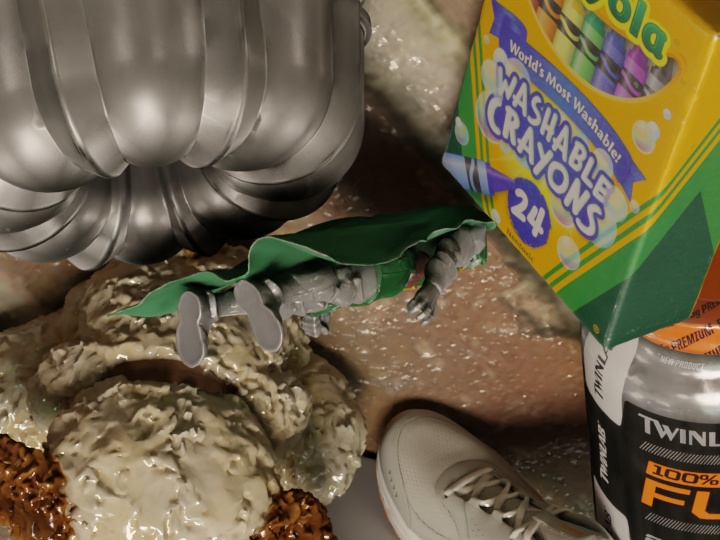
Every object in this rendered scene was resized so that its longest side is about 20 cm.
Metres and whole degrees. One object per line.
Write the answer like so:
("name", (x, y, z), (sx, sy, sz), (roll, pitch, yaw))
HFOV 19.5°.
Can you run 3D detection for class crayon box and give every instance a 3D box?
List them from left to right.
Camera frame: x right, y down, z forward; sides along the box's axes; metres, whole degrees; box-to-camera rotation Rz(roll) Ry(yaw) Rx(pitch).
("crayon box", (0.104, -0.083, 0.844), (0.052, 0.126, 0.200), (-17, 141, -29))

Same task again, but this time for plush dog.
("plush dog", (-0.084, 0.068, 0.960), (0.200, 0.172, 0.161), (10, 133, -8))

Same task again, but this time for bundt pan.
("bundt pan", (-0.087, -0.056, 0.848), (0.202, 0.076, 0.202), (-10, 163, -3))

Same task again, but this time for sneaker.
("sneaker", (0.085, 0.133, 1.025), (0.076, 0.200, 0.092), (-30, 155, -28))

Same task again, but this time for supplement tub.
("supplement tub", (0.167, 0.062, 0.988), (0.122, 0.123, 0.200), (-6, 133, 6))

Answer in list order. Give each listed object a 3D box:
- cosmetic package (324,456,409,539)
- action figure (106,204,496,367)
("cosmetic package", (-0.042, 0.199, 1.121), (0.199, 0.123, 0.200), (16, 133, -15))
("action figure", (0.000, 0.000, 0.910), (0.118, 0.200, 0.055), (-10, 95, 37))
